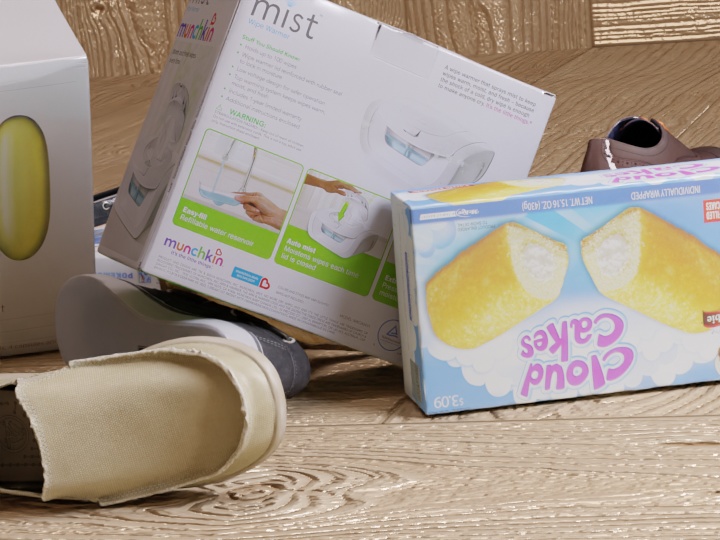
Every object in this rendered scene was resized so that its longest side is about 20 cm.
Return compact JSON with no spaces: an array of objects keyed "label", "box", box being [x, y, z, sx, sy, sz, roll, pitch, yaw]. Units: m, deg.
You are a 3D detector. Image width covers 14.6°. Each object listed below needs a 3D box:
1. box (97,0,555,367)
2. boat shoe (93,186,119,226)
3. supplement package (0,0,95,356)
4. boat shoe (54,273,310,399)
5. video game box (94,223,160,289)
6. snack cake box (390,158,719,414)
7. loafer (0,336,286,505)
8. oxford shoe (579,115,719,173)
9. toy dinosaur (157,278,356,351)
[{"label":"box","box":[-0.018,-0.054,1.572,0.199,0.177,0.097,20,-1,-22]},{"label":"boat shoe","box":[-0.242,-0.037,2.159,0.199,0.063,0.075,-6,11,-3]},{"label":"supplement package","box":[-0.273,-0.060,1.773,0.190,0.201,0.147,-8,28,-16]},{"label":"boat shoe","box":[-0.099,0.041,1.585,0.066,0.070,0.200,-2,6,-37]},{"label":"video game box","box":[-0.124,-0.007,1.965,0.181,0.047,0.200,3,12,28]},{"label":"snack cake box","box":[0.121,0.007,1.525,0.199,0.116,0.067,-7,10,-9]},{"label":"loafer","box":[-0.129,0.079,1.351,0.199,0.076,0.068,-11,7,27]},{"label":"oxford shoe","box":[0.213,-0.074,1.950,0.071,0.073,0.200,-1,9,29]},{"label":"toy dinosaur","box":[-0.046,0.032,1.677,0.199,0.058,0.101,15,5,-21]}]
